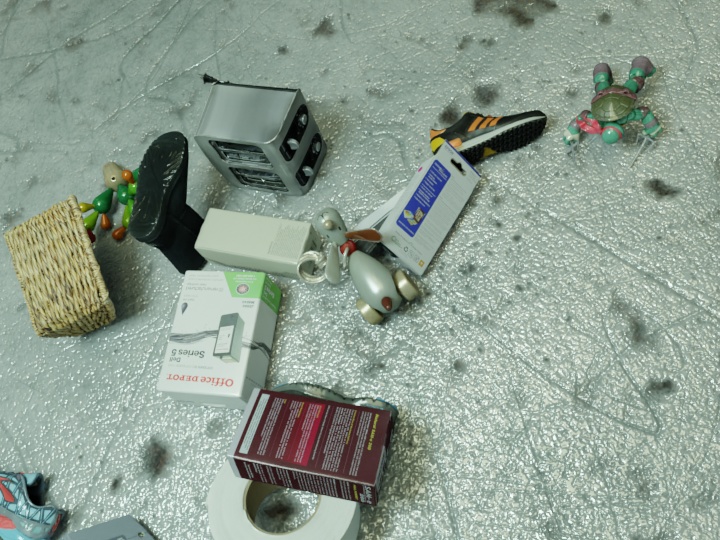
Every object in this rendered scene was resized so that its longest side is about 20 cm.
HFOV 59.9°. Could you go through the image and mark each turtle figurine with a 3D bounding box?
[{"bbox_3d":[0.410,-0.253,1.004,0.148,0.101,0.202,11,63,18],"label":"turtle figurine"}]

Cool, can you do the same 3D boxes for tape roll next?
[{"bbox_3d":[-0.101,0.317,0.836,0.199,0.071,0.204,-2,44,2],"label":"tape roll"}]

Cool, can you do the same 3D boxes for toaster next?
[{"bbox_3d":[-0.177,-0.231,1.088,0.197,0.181,0.120,11,70,17],"label":"toaster"}]

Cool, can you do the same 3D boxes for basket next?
[{"bbox_3d":[-0.479,-0.002,1.069,0.148,0.143,0.202,-26,80,8],"label":"basket"}]

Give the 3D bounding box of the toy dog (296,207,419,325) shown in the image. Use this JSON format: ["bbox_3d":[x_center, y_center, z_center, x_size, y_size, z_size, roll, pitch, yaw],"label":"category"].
[{"bbox_3d":[0.000,0.000,0.945,0.198,0.096,0.133,30,97,-4],"label":"toy dog"}]

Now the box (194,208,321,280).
[{"bbox_3d":[-0.173,-0.045,1.064,0.197,0.069,0.083,11,68,19],"label":"box"}]

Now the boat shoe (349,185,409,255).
[{"bbox_3d":[0.056,-0.081,1.029,0.199,0.070,0.067,-38,91,-18],"label":"boat shoe"}]

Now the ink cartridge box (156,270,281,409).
[{"bbox_3d":[-0.220,0.109,0.995,0.143,0.084,0.203,1,66,14],"label":"ink cartridge box"}]

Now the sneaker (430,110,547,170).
[{"bbox_3d":[0.212,-0.243,1.058,0.198,0.070,0.091,-21,65,6],"label":"sneaker"}]

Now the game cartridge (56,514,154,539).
[{"bbox_3d":[-0.318,0.429,0.847,0.200,0.132,0.041,41,118,34],"label":"game cartridge"}]

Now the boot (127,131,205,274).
[{"bbox_3d":[-0.310,-0.110,1.071,0.075,0.168,0.203,4,72,16],"label":"boot"}]

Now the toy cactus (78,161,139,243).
[{"bbox_3d":[-0.459,-0.154,1.182,0.200,0.102,0.165,-44,53,3],"label":"toy cactus"}]

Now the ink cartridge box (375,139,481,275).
[{"bbox_3d":[0.110,-0.101,1.003,0.201,0.094,0.037,-56,25,-11],"label":"ink cartridge box"}]

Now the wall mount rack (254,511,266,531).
[{"bbox_3d":[-0.153,0.439,0.834,0.199,0.075,0.174,-33,43,-4],"label":"wall mount rack"}]

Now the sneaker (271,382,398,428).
[{"bbox_3d":[-0.047,0.216,0.910,0.197,0.073,0.083,8,69,18],"label":"sneaker"}]

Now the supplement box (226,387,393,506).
[{"bbox_3d":[-0.063,0.231,0.829,0.197,0.061,0.110,7,46,13],"label":"supplement box"}]

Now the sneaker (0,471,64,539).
[{"bbox_3d":[-0.542,0.352,0.979,0.199,0.080,0.096,34,67,16],"label":"sneaker"}]
